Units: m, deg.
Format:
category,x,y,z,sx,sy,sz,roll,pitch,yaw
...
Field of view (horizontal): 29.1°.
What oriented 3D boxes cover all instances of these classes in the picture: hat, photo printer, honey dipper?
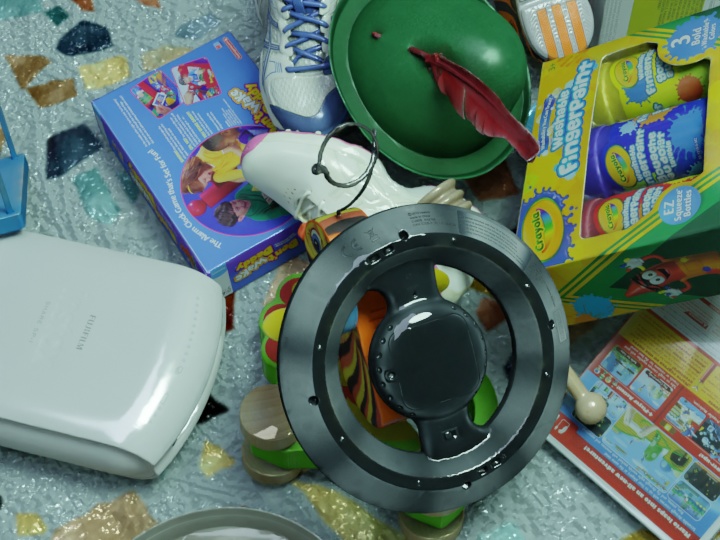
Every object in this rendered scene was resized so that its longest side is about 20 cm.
category,x,y,z,sx,sy,sz,roll,pitch,yaw
hat,0.088,-0.163,0.973,0.165,0.176,0.201,-27,85,-27
photo printer,-0.204,0.061,1.027,0.199,0.070,0.167,13,60,11
honey dipper,0.111,0.024,0.986,0.038,0.038,0.200,-36,84,-17

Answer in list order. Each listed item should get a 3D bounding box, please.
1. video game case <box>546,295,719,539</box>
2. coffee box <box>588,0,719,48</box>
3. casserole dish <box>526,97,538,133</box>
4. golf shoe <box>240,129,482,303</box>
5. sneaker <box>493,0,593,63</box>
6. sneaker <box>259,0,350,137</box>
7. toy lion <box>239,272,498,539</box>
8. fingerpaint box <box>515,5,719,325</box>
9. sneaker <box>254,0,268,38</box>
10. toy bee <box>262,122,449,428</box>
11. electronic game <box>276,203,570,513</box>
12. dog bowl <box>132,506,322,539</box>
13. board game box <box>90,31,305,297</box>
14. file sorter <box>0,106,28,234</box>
category,x,y,z,sx,sy,sz,roll,pitch,yaw
video game case,0.240,0.082,0.976,0.143,0.017,0.200,40,90,24
coffee box,0.259,-0.329,1.158,0.196,0.200,0.201,-16,59,-7
casserole dish,0.200,-0.096,1.074,0.121,0.039,0.200,-39,38,10
golf shoe,-0.002,-0.036,1.024,0.199,0.075,0.092,23,55,-1
sneaker,0.133,-0.266,1.157,0.077,0.112,0.201,-12,97,-5
sneaker,-0.048,-0.196,1.072,0.075,0.088,0.201,-7,66,3
toy lion,0.011,0.080,1.014,0.199,0.069,0.192,20,54,15
fingerpaint box,0.201,-0.075,0.965,0.166,0.073,0.201,-14,48,35
sneaker,-0.049,-0.220,1.180,0.074,0.082,0.201,-12,59,-3
toy bee,0.000,0.000,0.956,0.130,0.109,0.201,6,97,-23
electronic game,0.043,0.057,0.900,0.199,0.042,0.202,-1,94,-15
dog bowl,-0.089,0.259,0.907,0.199,0.059,0.201,-2,58,3
board game box,-0.112,-0.089,1.126,0.134,0.045,0.200,-29,62,-14
file sorter,-0.371,-0.086,1.066,0.199,0.123,0.139,-15,25,-5
